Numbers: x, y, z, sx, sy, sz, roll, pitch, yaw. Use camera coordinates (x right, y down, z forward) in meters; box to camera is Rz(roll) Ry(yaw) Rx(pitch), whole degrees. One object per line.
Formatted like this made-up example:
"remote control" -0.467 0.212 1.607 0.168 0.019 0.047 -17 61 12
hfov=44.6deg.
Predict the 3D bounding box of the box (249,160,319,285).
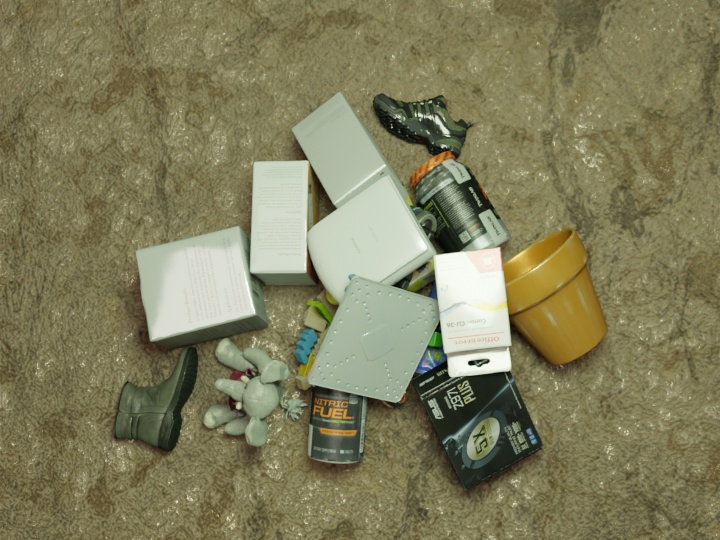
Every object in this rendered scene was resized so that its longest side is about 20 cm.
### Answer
"box" -0.137 -0.083 1.629 0.103 0.152 0.205 0 81 5

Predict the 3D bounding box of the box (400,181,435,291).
"box" 0.081 -0.068 1.636 0.075 0.050 0.203 -33 66 21

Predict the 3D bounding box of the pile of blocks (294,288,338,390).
"pile of blocks" -0.092 0.117 1.635 0.081 0.062 0.204 28 78 -35

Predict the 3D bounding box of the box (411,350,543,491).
"box" 0.206 0.253 1.552 0.161 0.086 0.203 -26 105 -2

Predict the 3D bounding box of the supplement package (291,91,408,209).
"supplement package" -0.021 -0.199 1.618 0.119 0.121 0.202 -34 58 7

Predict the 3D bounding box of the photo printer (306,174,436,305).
"photo printer" 0.010 -0.043 1.512 0.198 0.069 0.169 -33 73 11

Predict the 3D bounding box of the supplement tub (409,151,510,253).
"supplement tub" 0.181 -0.110 1.632 0.121 0.123 0.203 -31 81 -2

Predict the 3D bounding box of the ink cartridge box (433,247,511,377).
"ink cartridge box" 0.188 0.072 1.462 0.113 0.067 0.205 -7 85 7

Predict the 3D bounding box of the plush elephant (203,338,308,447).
"plush elephant" -0.198 0.222 1.580 0.195 0.155 0.168 16 82 6

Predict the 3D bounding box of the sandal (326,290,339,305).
"sandal" 0.000 0.000 1.635 0.087 0.078 0.203 45 51 -31

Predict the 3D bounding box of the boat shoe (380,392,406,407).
"boat shoe" 0.046 0.160 1.581 0.061 0.072 0.203 -13 114 23

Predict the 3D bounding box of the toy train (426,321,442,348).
"toy train" 0.069 0.101 1.604 0.197 0.041 0.058 10 88 38

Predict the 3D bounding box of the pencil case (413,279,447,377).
"pencil case" 0.150 0.107 1.620 0.085 0.078 0.204 19 82 5

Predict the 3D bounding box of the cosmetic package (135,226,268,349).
"cosmetic package" -0.286 0.036 1.611 0.195 0.165 0.169 -12 79 0

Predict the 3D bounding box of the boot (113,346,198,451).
"boot" -0.387 0.227 1.639 0.128 0.068 0.205 14 80 11

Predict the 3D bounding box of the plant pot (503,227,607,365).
"plant pot" 0.343 0.058 1.571 0.198 0.200 0.185 -34 95 -3

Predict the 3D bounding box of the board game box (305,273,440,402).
"board game box" 0.025 0.117 1.496 0.197 0.026 0.203 16 106 -32

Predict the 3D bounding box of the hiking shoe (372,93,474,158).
"hiking shoe" 0.119 -0.298 1.699 0.197 0.076 0.102 30 74 -2

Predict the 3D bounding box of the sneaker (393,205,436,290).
"sneaker" 0.062 -0.025 1.580 0.079 0.075 0.202 36 95 44

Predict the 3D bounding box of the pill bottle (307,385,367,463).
"pill bottle" -0.039 0.236 1.582 0.103 0.106 0.206 4 89 4
